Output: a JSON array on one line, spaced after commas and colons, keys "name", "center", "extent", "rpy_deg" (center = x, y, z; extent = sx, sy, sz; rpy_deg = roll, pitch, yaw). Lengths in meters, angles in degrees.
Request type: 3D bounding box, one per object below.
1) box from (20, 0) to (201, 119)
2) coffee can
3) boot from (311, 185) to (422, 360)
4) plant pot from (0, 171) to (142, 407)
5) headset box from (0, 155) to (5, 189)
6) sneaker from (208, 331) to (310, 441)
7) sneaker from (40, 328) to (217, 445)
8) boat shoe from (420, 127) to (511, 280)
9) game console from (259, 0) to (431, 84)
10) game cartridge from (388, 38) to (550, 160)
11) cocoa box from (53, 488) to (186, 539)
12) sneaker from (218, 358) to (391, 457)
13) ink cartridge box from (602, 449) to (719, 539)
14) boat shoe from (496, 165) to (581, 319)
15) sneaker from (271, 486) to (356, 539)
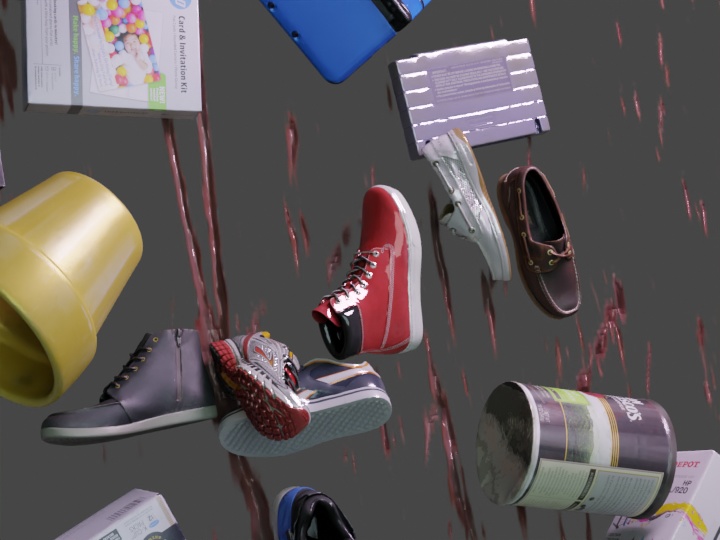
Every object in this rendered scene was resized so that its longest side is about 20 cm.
[{"name": "box", "center": [-0.282, -0.255, 1.470], "extent": [0.197, 0.041, 0.158], "rpy_deg": [1, 82, -24]}, {"name": "coffee can", "center": [0.259, 0.219, 1.570], "extent": [0.198, 0.146, 0.148], "rpy_deg": [9, 79, -21]}, {"name": "boot", "center": [0.000, 0.000, 1.514], "extent": [0.143, 0.072, 0.203], "rpy_deg": [-2, 85, -42]}, {"name": "plant pot", "center": [-0.331, 0.004, 1.339], "extent": [0.201, 0.200, 0.189], "rpy_deg": [45, 53, -11]}, {"name": "headset box", "center": [-0.449, -0.145, 1.303], "extent": [0.092, 0.199, 0.177], "rpy_deg": [-7, 86, -39]}, {"name": "sneaker", "center": [-0.098, 0.113, 1.406], "extent": [0.081, 0.200, 0.079], "rpy_deg": [-22, 119, -18]}, {"name": "sneaker", "center": [-0.258, 0.127, 1.413], "extent": [0.198, 0.075, 0.108], "rpy_deg": [-7, 80, -33]}, {"name": "boat shoe", "center": [0.129, -0.073, 1.605], "extent": [0.069, 0.071, 0.202], "rpy_deg": [-23, 102, 1]}, {"name": "game console", "center": [-0.028, -0.363, 1.603], "extent": [0.200, 0.118, 0.171], "rpy_deg": [50, 37, -9]}, {"name": "game cartridge", "center": [0.138, -0.220, 1.645], "extent": [0.198, 0.038, 0.131], "rpy_deg": [-13, 84, -24]}, {"name": "cocoa box", "center": [-0.271, 0.335, 1.337], "extent": [0.199, 0.133, 0.132], "rpy_deg": [-31, 95, -23]}, {"name": "sneaker", "center": [-0.068, 0.155, 1.484], "extent": [0.197, 0.079, 0.080], "rpy_deg": [-9, 41, -10]}, {"name": "ink cartridge box", "center": [0.404, 0.346, 1.612], "extent": [0.144, 0.147, 0.201], "rpy_deg": [38, 70, -13]}, {"name": "boat shoe", "center": [0.231, -0.034, 1.637], "extent": [0.070, 0.070, 0.202], "rpy_deg": [-26, 94, -25]}, {"name": "sneaker", "center": [-0.047, 0.342, 1.442], "extent": [0.076, 0.111, 0.203], "rpy_deg": [-4, 84, -23]}]
